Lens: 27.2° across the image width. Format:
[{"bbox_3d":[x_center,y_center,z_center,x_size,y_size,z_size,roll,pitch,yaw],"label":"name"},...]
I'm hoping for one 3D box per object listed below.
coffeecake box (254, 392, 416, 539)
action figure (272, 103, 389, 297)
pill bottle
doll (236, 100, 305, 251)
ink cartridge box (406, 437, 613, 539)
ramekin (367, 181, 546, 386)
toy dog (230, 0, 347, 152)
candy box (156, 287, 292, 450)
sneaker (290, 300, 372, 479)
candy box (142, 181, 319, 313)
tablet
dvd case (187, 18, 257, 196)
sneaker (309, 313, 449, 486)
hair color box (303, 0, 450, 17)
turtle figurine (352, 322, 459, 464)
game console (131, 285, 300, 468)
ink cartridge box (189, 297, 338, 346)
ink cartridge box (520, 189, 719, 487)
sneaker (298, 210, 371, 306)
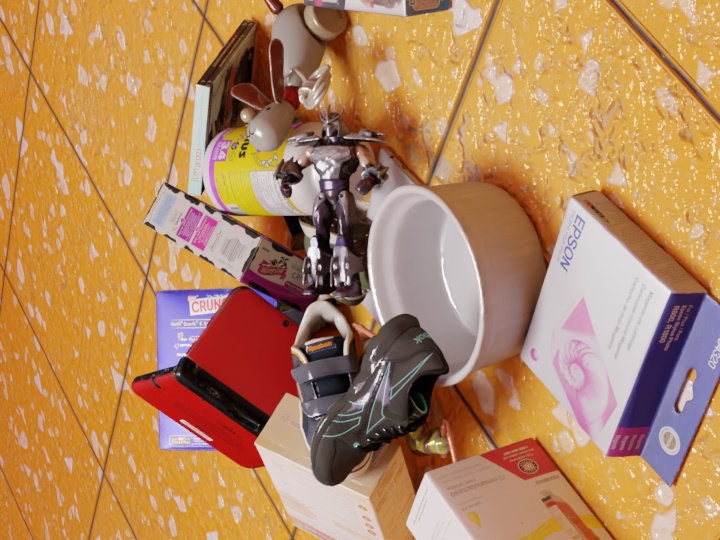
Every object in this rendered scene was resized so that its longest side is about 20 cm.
[{"bbox_3d":[-0.019,0.244,1.675,0.152,0.073,0.201,22,151,25],"label":"coffeecake box"},{"bbox_3d":[-0.027,-0.074,1.572,0.129,0.069,0.203,1,94,34],"label":"action figure"},{"bbox_3d":[-0.080,-0.115,1.695,0.198,0.104,0.106,1,103,40],"label":"pill bottle"},{"bbox_3d":[-0.094,-0.131,1.808,0.137,0.048,0.202,-47,62,45],"label":"doll"},{"bbox_3d":[0.160,0.276,1.449,0.201,0.144,0.084,52,140,35],"label":"ink cartridge box"},{"bbox_3d":[0.099,0.007,1.492,0.200,0.097,0.203,28,125,51],"label":"ramekin"},{"bbox_3d":[-0.091,-0.236,1.645,0.132,0.096,0.201,-46,20,36],"label":"toy dog"},{"bbox_3d":[-0.168,0.123,1.881,0.167,0.077,0.203,-1,90,16],"label":"candy box"},{"bbox_3d":[-0.035,0.123,1.593,0.080,0.077,0.202,79,178,-51],"label":"sneaker"},{"bbox_3d":[-0.150,-0.027,1.784,0.199,0.136,0.062,28,89,41],"label":"candy box"},{"bbox_3d":[0.038,-0.021,1.666,0.130,0.014,0.202,49,139,39],"label":"tablet"},{"bbox_3d":[-0.167,-0.200,1.803,0.022,0.201,0.148,14,122,7],"label":"dvd case"},{"bbox_3d":[0.017,0.143,1.479,0.079,0.075,0.201,39,113,25],"label":"sneaker"},{"bbox_3d":[0.011,-0.323,1.550,0.199,0.060,0.102,20,118,54],"label":"hair color box"},{"bbox_3d":[0.050,0.156,1.594,0.201,0.064,0.161,51,179,23],"label":"turtle figurine"},{"bbox_3d":[-0.138,0.130,1.756,0.171,0.199,0.120,-17,43,48],"label":"game console"},{"bbox_3d":[-0.111,0.108,1.809,0.039,0.197,0.101,3,-111,-78],"label":"ink cartridge box"},{"bbox_3d":[0.235,0.065,1.345,0.200,0.043,0.198,50,140,40],"label":"ink cartridge box"},{"bbox_3d":[0.000,0.000,1.670,0.200,0.066,0.091,31,135,52],"label":"sneaker"}]
